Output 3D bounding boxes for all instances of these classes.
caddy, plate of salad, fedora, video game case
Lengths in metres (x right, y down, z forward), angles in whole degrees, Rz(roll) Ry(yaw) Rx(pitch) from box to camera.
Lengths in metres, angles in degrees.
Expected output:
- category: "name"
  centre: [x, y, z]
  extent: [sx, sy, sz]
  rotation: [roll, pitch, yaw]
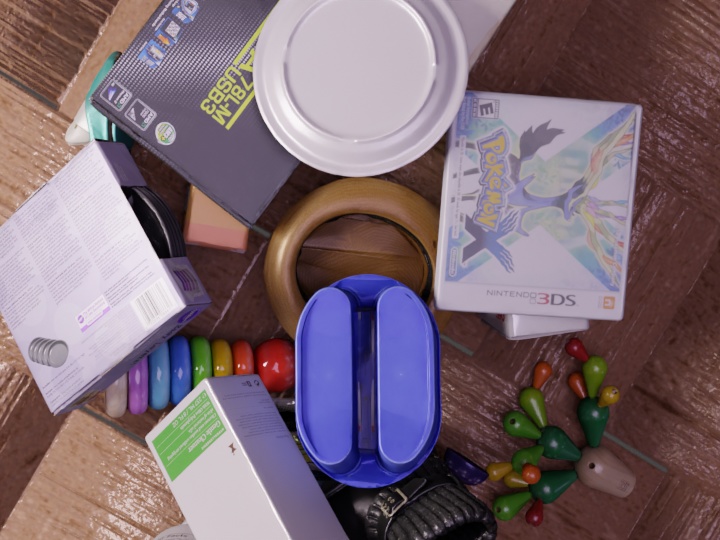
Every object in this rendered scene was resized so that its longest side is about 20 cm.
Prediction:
- category: "caddy"
  centre: [0.007, 0.101, 1.243]
  extent: [0.139, 0.105, 0.203]
  rotation: [0, 82, 2]
- category: "plate of salad"
  centre: [0.000, -0.183, 1.210]
  extent: [0.197, 0.048, 0.203]
  rotation: [-1, 82, 7]
- category: "fedora"
  centre: [0.000, 0.000, 1.327]
  extent: [0.198, 0.082, 0.204]
  rotation: [-1, 97, -10]
- category: "video game case"
  centre: [0.164, -0.059, 1.224]
  extent: [0.180, 0.022, 0.203]
  rotation: [3, 96, -7]

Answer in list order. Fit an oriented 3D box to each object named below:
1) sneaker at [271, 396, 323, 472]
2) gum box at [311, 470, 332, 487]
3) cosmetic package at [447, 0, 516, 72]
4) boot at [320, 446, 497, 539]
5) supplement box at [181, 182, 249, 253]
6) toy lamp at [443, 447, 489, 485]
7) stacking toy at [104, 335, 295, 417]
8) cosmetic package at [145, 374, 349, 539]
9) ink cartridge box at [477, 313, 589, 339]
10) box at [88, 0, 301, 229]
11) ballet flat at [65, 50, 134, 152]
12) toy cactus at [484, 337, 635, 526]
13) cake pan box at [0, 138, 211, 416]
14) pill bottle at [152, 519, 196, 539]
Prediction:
- category: "sneaker"
  centre: [-0.023, 0.166, 1.335]
  extent: [0.197, 0.077, 0.076]
  rotation: [2, 52, -10]
- category: "gum box"
  centre: [-0.011, 0.313, 1.381]
  extent: [0.167, 0.045, 0.203]
  rotation: [4, 95, -8]
- category: "cosmetic package"
  centre: [0.089, -0.241, 1.280]
  extent: [0.073, 0.104, 0.201]
  rotation: [32, 106, -10]
- category: "boot"
  centre: [0.018, 0.259, 1.264]
  extent: [0.211, 0.158, 0.079]
  rotation: [-44, 127, 4]
- category: "supplement box"
  centre: [-0.130, -0.123, 1.304]
  extent: [0.066, 0.069, 0.203]
  rotation: [9, 97, -11]
- category: "toy lamp"
  centre: [0.059, 0.278, 1.337]
  extent: [0.058, 0.058, 0.201]
  rotation: [33, 90, -10]
- category: "stacking toy"
  centre: [-0.156, 0.101, 1.325]
  extent: [0.197, 0.085, 0.087]
  rotation: [0, 97, -13]
- category: "cosmetic package"
  centre: [-0.105, 0.210, 1.252]
  extent: [0.108, 0.084, 0.201]
  rotation: [-44, 65, 27]
- category: "ink cartridge box"
  centre: [0.164, -0.044, 1.310]
  extent: [0.083, 0.145, 0.203]
  rotation: [-5, 97, -7]
- category: "box"
  centre: [-0.120, -0.176, 1.244]
  extent: [0.193, 0.048, 0.201]
  rotation: [38, 89, -9]
- category: "ballet flat"
  centre: [-0.253, -0.110, 1.292]
  extent: [0.069, 0.067, 0.203]
  rotation: [-4, 95, 7]
- category: "toy cactus"
  centre: [0.223, 0.187, 1.381]
  extent: [0.164, 0.102, 0.202]
  rotation: [30, 84, -19]
- category: "cake pan box"
  centre: [-0.254, 0.005, 1.242]
  extent: [0.199, 0.052, 0.185]
  rotation: [-38, 77, 23]
- category: "pill bottle"
  centre: [-0.169, 0.310, 1.273]
  extent: [0.113, 0.200, 0.116]
  rotation: [3, 105, 13]
